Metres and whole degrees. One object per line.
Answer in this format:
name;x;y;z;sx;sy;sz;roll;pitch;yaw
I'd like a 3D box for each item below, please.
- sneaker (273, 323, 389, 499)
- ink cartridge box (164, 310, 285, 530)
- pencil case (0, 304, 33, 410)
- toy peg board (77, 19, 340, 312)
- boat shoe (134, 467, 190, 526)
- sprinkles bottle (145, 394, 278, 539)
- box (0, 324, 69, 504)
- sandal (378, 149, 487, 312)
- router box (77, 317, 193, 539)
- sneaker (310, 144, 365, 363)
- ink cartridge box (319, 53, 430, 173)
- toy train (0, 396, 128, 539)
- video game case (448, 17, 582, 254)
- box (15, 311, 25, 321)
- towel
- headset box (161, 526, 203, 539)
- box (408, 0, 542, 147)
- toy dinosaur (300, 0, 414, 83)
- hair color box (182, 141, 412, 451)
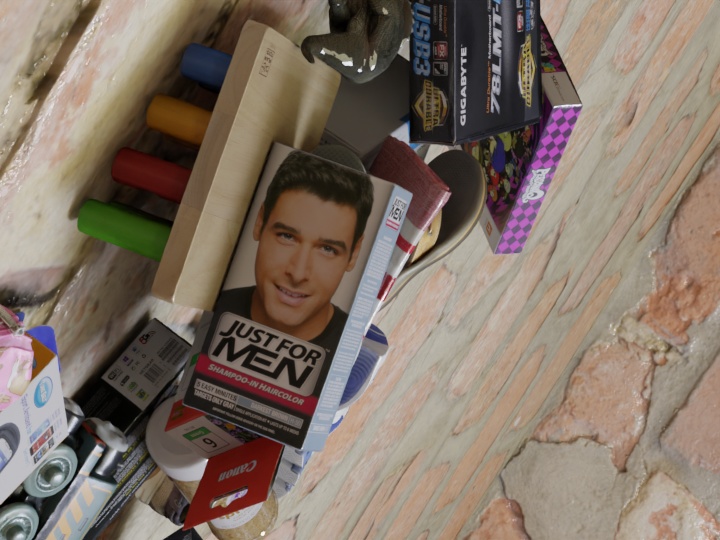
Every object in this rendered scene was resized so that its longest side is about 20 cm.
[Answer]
sneaker;-0.043;0.107;1.836;0.200;0.080;0.115;-56;179;30
ink cartridge box;-0.095;0.094;1.554;0.109;0.050;0.201;-25;-142;42
pencil case;-0.280;0.058;1.227;0.200;0.082;0.087;-5;117;-69
toy peg board;-0.114;-0.079;1.461;0.200;0.097;0.201;17;92;-75
boat shoe;-0.147;0.179;1.823;0.072;0.065;0.200;-49;-179;-36
sprinkles bottle;-0.123;0.171;1.693;0.068;0.068;0.200;-51;155;-14
box;-0.267;0.128;1.375;0.200;0.041;0.119;-45;161;-25
sandal;0.034;-0.036;1.690;0.200;0.080;0.054;-43;139;-23
router box;-0.213;0.152;1.675;0.200;0.051;0.149;-49;165;-19
sneaker;-0.026;0.010;1.524;0.080;0.070;0.202;83;16;-81
ink cartridge box;-0.017;-0.073;1.727;0.145;0.083;0.201;-39;158;-46
toy train;-0.256;0.188;1.518;0.114;0.085;0.201;28;96;-51
video game case;0.137;-0.148;1.889;0.036;0.182;0.201;-5;141;-21
box;-0.299;0.123;1.403;0.201;0.032;0.121;-60;163;15
towel;0.000;0.000;1.580;0.201;0.023;0.144;-60;-159;11
headset box;-0.234;0.341;1.885;0.200;0.075;0.148;-44;171;32
box;0.098;-0.214;1.684;0.198;0.049;0.202;-21;113;-64
toy dinosaur;0.006;-0.185;1.491;0.200;0.076;0.103;-80;158;-59
hair color box;-0.045;0.020;1.449;0.061;0.098;0.201;23;87;-74
